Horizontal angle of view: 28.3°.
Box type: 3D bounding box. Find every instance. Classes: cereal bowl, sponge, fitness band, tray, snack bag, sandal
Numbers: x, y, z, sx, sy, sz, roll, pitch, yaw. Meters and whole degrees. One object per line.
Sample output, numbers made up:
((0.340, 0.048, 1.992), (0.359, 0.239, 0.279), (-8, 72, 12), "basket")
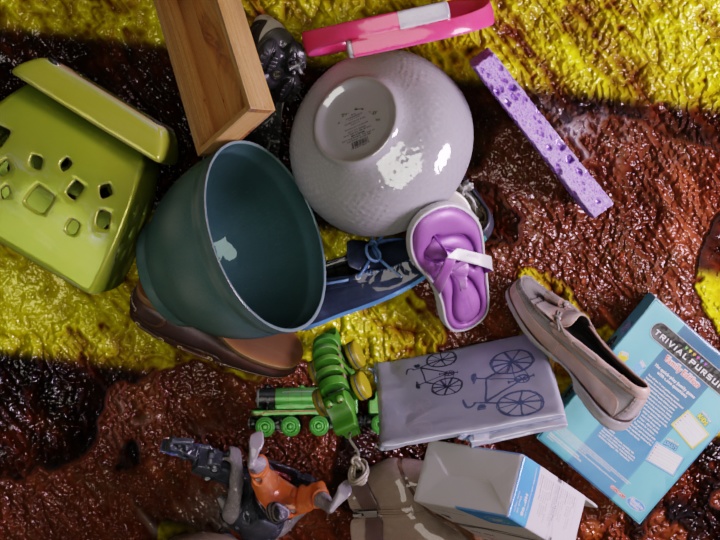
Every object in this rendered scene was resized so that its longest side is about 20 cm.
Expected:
((0.011, -0.141, 1.463), (0.198, 0.083, 0.203), (-8, 70, 22), "cereal bowl")
((0.186, -0.146, 1.489), (0.030, 0.112, 0.201), (-38, 96, 8), "sponge")
((0.039, -0.248, 1.462), (0.197, 0.144, 0.038), (-11, 100, 3), "fitness band")
((-0.153, -0.230, 1.462), (0.098, 0.037, 0.202), (-34, 66, 43), "tray")
((0.109, 0.131, 1.498), (0.197, 0.189, 0.022), (-11, 114, 3), "snack bag")
((0.106, 0.001, 1.489), (0.082, 0.050, 0.203), (-34, 141, -5), "sandal")

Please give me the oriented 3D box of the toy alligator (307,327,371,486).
((-0.024, 0.131, 1.504), (0.059, 0.201, 0.054), (-24, 138, 15), "toy alligator")

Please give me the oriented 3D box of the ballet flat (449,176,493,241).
((0.070, -0.106, 1.521), (0.073, 0.073, 0.200), (-42, 95, 7), "ballet flat")

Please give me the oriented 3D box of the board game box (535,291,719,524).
((0.311, 0.150, 1.563), (0.151, 0.047, 0.200), (39, 98, -3), "board game box")

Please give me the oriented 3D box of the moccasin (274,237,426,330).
((0.000, 0.000, 1.531), (0.198, 0.081, 0.069), (-25, 108, 4), "moccasin")

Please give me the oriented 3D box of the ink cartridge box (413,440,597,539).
((0.157, 0.244, 1.492), (0.115, 0.200, 0.067), (4, 69, 35), "ink cartridge box")

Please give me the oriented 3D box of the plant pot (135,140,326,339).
((-0.145, -0.016, 1.469), (0.133, 0.200, 0.202), (-19, 99, 30), "plant pot")

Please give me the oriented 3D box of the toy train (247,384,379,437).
((-0.027, 0.154, 1.579), (0.197, 0.042, 0.057), (-1, 89, 2), "toy train")

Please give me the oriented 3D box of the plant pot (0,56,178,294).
((-0.301, -0.105, 1.473), (0.198, 0.200, 0.183), (31, 93, -2), "plant pot")

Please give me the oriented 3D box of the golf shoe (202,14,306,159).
((-0.119, -0.179, 1.521), (0.077, 0.095, 0.201), (11, 126, -32), "golf shoe")

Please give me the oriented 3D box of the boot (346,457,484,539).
((0.063, 0.302, 1.590), (0.144, 0.070, 0.202), (-11, 97, 10), "boot")

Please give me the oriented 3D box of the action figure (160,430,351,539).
((-0.122, 0.239, 1.526), (0.198, 0.194, 0.106), (18, 59, -13), "action figure")

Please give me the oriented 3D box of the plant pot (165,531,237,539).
((-0.171, 0.373, 1.567), (0.198, 0.135, 0.203), (0, 98, 2), "plant pot")

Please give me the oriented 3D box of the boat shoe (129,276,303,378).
((-0.159, 0.066, 1.560), (0.198, 0.071, 0.071), (27, 136, 1), "boat shoe")

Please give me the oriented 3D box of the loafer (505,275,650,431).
((0.234, 0.074, 1.508), (0.201, 0.071, 0.063), (54, 130, 24), "loafer")
